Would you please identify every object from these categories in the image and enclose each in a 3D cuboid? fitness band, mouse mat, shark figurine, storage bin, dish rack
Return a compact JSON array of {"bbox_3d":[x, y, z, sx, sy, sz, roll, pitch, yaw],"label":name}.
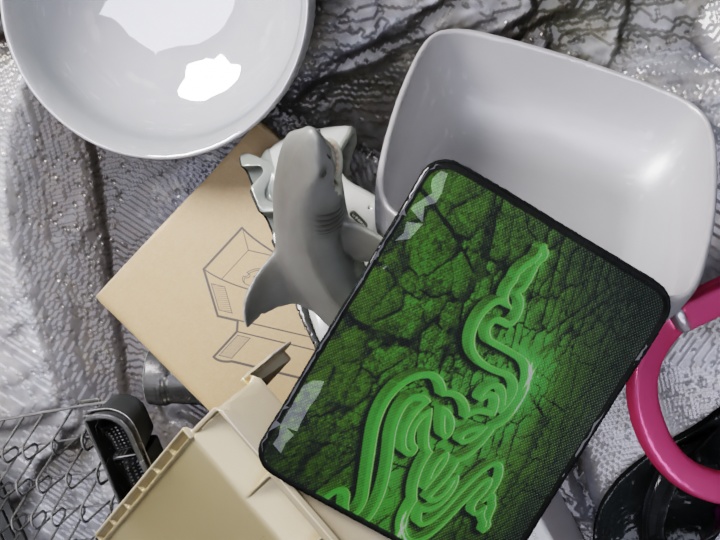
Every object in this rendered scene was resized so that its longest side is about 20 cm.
[{"bbox_3d":[0.268,0.066,1.039,0.200,0.037,0.144,-23,94,-4],"label":"fitness band"},{"bbox_3d":[0.057,0.059,0.892,0.161,0.008,0.200,29,98,-10],"label":"mouse mat"},{"bbox_3d":[-0.018,0.024,0.938,0.089,0.128,0.215,-33,105,-19],"label":"shark figurine"},{"bbox_3d":[-0.039,0.175,0.992,0.200,0.094,0.199,49,140,6],"label":"storage bin"},{"bbox_3d":[-0.217,0.166,1.148,0.200,0.055,0.154,-10,111,22],"label":"dish rack"}]

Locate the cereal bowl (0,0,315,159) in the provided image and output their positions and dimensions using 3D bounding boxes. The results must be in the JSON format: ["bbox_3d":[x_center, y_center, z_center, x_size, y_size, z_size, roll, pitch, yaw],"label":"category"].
[{"bbox_3d":[-0.121,-0.175,1.037,0.200,0.083,0.200,3,106,10],"label":"cereal bowl"}]

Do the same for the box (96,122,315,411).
[{"bbox_3d":[-0.049,0.026,1.069,0.200,0.021,0.164,43,92,11],"label":"box"}]

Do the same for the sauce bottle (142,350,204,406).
[{"bbox_3d":[-0.046,0.075,1.107,0.200,0.066,0.066,4,107,10],"label":"sauce bottle"}]

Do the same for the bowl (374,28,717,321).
[{"bbox_3d":[0.109,-0.045,0.988,0.200,0.200,0.075,17,136,2],"label":"bowl"}]

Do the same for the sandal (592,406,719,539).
[{"bbox_3d":[0.228,0.141,1.085,0.075,0.048,0.200,42,107,-4],"label":"sandal"}]

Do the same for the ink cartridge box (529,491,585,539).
[{"bbox_3d":[0.061,0.232,1.122,0.200,0.083,0.145,-27,99,16],"label":"ink cartridge box"}]

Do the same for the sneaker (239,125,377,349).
[{"bbox_3d":[0.000,0.000,1.015,0.088,0.074,0.200,-23,81,5],"label":"sneaker"}]
